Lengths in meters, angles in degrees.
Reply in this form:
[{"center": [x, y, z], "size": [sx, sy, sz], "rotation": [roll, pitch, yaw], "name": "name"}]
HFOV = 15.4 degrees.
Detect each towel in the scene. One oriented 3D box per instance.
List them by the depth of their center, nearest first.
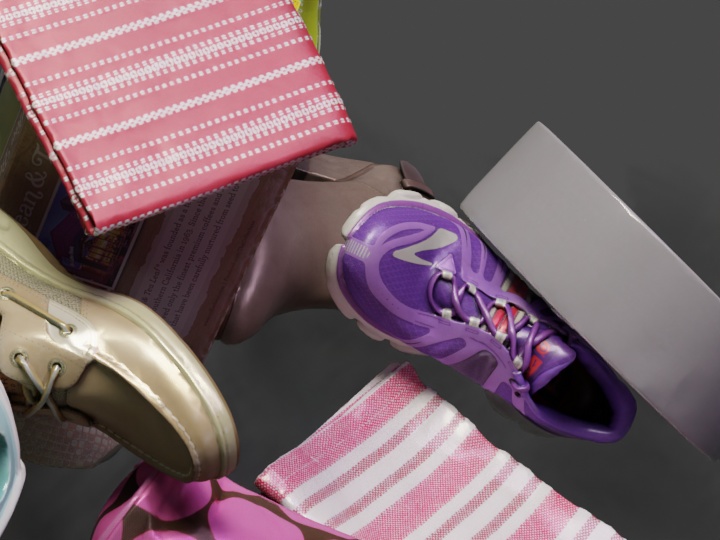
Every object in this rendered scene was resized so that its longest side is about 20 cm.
[{"center": [-0.105, -0.121, 1.211], "size": [0.144, 0.022, 0.201], "rotation": [-22, 75, -25], "name": "towel"}, {"center": [0.057, 0.137, 1.348], "size": [0.200, 0.030, 0.146], "rotation": [37, 36, 12], "name": "towel"}]

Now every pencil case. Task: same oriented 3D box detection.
[{"center": [-0.027, 0.147, 1.230], "size": [0.199, 0.091, 0.094], "rotation": [26, 66, -4], "name": "pencil case"}]

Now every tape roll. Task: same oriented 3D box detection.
[{"center": [0.145, 0.011, 1.449], "size": [0.200, 0.066, 0.200], "rotation": [45, 3, -3], "name": "tape roll"}]

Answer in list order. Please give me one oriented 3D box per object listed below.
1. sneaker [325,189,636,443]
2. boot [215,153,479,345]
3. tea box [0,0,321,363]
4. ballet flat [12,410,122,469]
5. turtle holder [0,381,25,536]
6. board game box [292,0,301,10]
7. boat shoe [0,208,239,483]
[{"center": [0.071, 0.026, 1.394], "size": [0.200, 0.081, 0.083], "rotation": [32, -5, -26], "name": "sneaker"}, {"center": [0.000, 0.000, 1.451], "size": [0.146, 0.070, 0.200], "rotation": [25, 36, -9], "name": "boot"}, {"center": [-0.115, -0.075, 1.351], "size": [0.133, 0.200, 0.197], "rotation": [18, 37, -12], "name": "tea box"}, {"center": [-0.196, 0.037, 1.271], "size": [0.199, 0.062, 0.068], "rotation": [22, 53, -7], "name": "ballet flat"}, {"center": [-0.217, 0.089, 1.130], "size": [0.132, 0.141, 0.186], "rotation": [40, 18, -20], "name": "turtle holder"}, {"center": [-0.118, -0.173, 1.277], "size": [0.199, 0.030, 0.096], "rotation": [21, 37, -3], "name": "board game box"}, {"center": [-0.139, 0.040, 1.198], "size": [0.200, 0.072, 0.065], "rotation": [37, 53, 24], "name": "boat shoe"}]
